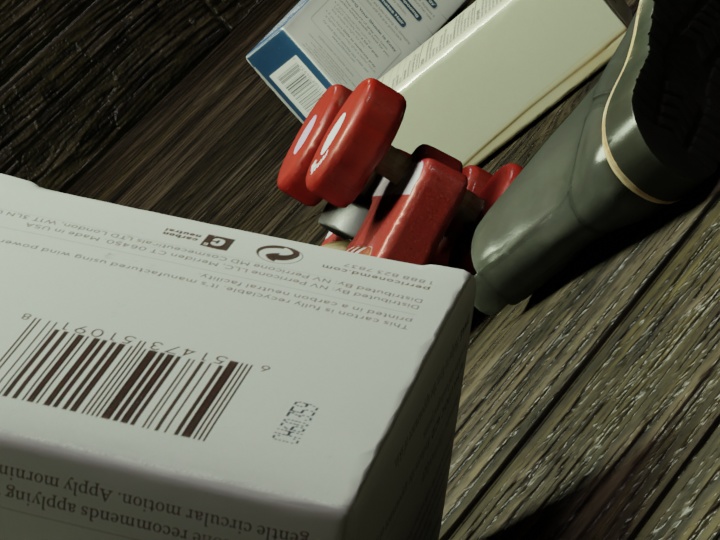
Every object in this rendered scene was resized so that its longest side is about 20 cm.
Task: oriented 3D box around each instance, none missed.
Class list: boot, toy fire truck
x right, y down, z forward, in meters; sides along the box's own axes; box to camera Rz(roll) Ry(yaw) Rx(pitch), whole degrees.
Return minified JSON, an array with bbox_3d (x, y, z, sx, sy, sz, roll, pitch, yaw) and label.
[{"bbox_3d":[0.121,-0.071,1.417,0.138,0.077,0.200,-40,7,36],"label":"boot"},{"bbox_3d":[0.000,0.000,1.504,0.168,0.112,0.200,-60,10,-5],"label":"toy fire truck"}]

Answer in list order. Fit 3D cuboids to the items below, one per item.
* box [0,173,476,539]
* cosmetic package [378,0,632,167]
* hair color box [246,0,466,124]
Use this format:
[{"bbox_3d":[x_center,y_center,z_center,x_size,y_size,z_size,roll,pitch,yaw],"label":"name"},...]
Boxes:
[{"bbox_3d":[-0.078,0.075,1.038,0.200,0.198,0.131,-59,-21,-63],"label":"box"},{"bbox_3d":[0.074,-0.120,1.820,0.200,0.073,0.104,-39,10,13],"label":"cosmetic package"},{"bbox_3d":[-0.001,-0.206,2.442,0.060,0.100,0.200,-33,12,46],"label":"hair color box"}]
